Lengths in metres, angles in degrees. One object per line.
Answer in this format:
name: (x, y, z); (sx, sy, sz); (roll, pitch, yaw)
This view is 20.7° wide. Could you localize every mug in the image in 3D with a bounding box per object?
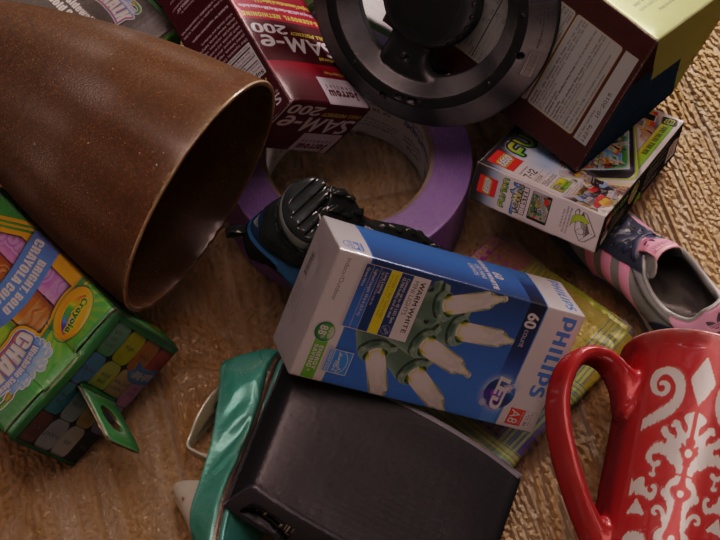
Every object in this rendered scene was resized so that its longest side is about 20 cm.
mug: (0.209, 0.157, 1.418); (0.176, 0.134, 0.201); (14, 63, 9)

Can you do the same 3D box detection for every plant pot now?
plant pot: (-0.193, -0.104, 1.405); (0.199, 0.187, 0.187); (32, 62, 10)

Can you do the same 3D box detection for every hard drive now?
hard drive: (0.015, 0.155, 1.416); (0.199, 0.042, 0.136); (27, 65, -8)

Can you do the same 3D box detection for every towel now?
towel: (0.104, 0.070, 1.523); (0.143, 0.023, 0.200); (37, 65, 18)

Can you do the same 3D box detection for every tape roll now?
tape roll: (-0.011, -0.076, 1.583); (0.198, 0.066, 0.202); (1, 58, -2)

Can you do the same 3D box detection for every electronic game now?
electronic game: (0.055, -0.206, 1.479); (0.199, 0.201, 0.042); (27, 28, 14)

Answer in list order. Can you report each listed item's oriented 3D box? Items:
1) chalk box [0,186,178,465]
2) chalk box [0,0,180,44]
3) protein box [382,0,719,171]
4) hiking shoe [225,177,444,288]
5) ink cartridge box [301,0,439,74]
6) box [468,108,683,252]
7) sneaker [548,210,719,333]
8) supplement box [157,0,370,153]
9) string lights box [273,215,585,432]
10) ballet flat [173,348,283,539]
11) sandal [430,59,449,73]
chalk box: (-0.227, 0.053, 1.443); (0.200, 0.125, 0.124); (42, 89, 21)
chalk box: (-0.225, -0.172, 1.585); (0.200, 0.124, 0.125); (-38, 74, -24)
protein box: (0.164, -0.218, 1.559); (0.200, 0.135, 0.198); (39, 38, 11)
hiking shoe: (0.000, 0.000, 1.481); (0.200, 0.086, 0.075); (37, 54, -27)
ink cartridge box: (0.028, -0.217, 1.651); (0.199, 0.059, 0.105); (23, 51, -33)
box: (0.174, -0.088, 1.562); (0.109, 0.035, 0.200); (24, 34, 15)
sneaker: (0.219, -0.015, 1.544); (0.070, 0.082, 0.200); (-36, 66, -20)
supplement box: (-0.087, -0.188, 1.532); (0.108, 0.061, 0.201); (-1, 56, -55)
string lights box: (0.049, 0.040, 1.419); (0.198, 0.103, 0.059); (15, 21, -22)
ballet flat: (-0.099, 0.149, 1.452); (0.070, 0.067, 0.201); (-2, 55, 25)
sandal: (0.114, -0.188, 1.643); (0.199, 0.043, 0.076); (-3, 50, -33)
